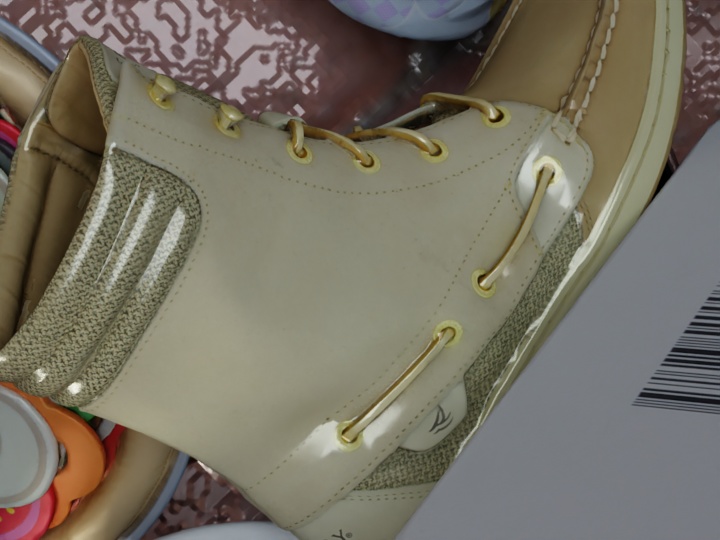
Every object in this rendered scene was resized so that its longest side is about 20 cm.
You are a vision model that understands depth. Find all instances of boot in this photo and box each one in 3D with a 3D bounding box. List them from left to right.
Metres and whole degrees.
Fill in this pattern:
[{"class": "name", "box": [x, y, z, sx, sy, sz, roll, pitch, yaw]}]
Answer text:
[{"class": "boot", "box": [-0.006, -0.032, 0.698, 0.155, 0.073, 0.201, 29, 79, -24]}]

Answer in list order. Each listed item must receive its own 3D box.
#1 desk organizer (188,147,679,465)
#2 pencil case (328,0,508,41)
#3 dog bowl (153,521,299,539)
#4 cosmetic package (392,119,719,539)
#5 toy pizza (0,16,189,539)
[{"class": "desk organizer", "box": [0.000, 0.000, 0.800, 0.199, 0.077, 0.072, -23, 91, -6]}, {"class": "pencil case", "box": [0.052, -0.145, 0.748, 0.090, 0.200, 0.084, 7, 61, -24]}, {"class": "dog bowl", "box": [-0.032, 0.175, 0.709, 0.199, 0.079, 0.201, 15, 61, -28]}, {"class": "cosmetic package", "box": [0.125, 0.098, 0.676, 0.200, 0.122, 0.201, -49, 127, -36]}, {"class": "toy pizza", "box": [-0.138, 0.011, 0.753, 0.199, 0.032, 0.202, 10, 116, 21]}]
